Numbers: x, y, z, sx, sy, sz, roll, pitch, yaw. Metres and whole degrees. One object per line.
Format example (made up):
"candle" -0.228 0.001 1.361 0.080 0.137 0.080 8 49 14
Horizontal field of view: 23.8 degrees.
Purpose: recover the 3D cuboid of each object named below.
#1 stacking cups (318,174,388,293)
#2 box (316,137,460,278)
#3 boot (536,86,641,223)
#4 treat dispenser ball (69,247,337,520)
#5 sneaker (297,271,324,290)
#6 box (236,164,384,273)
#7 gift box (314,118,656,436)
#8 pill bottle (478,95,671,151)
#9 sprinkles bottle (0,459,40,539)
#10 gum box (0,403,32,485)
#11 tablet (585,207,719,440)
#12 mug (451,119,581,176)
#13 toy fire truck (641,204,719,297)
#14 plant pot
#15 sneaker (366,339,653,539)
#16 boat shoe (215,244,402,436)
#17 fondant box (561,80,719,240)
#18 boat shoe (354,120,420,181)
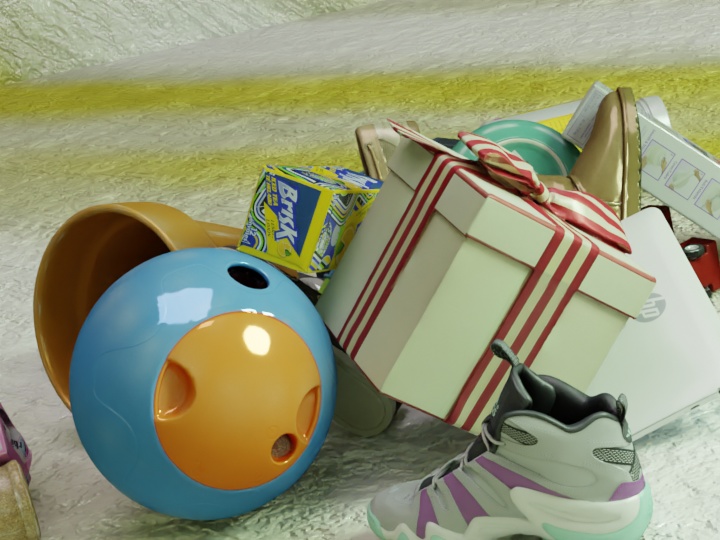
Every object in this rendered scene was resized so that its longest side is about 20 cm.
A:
"stacking cups" 0.000 0.000 1.482 0.201 0.060 0.060 -62 30 -4
"box" 0.066 -0.050 1.709 0.199 0.108 0.148 -27 23 -35
"boot" 0.135 -0.075 1.428 0.198 0.066 0.176 0 62 7
"treat dispenser ball" -0.116 0.084 1.272 0.199 0.202 0.201 -11 18 4
"sneaker" -0.055 0.037 1.629 0.081 0.078 0.200 9 6 -31
"box" -0.028 -0.043 1.366 0.064 0.071 0.200 20 9 14
"gift box" 0.082 0.000 1.280 0.184 0.187 0.200 24 12 -32
"pill bottle" 0.233 -0.131 1.843 0.199 0.105 0.104 -14 18 -4
"sprinkles bottle" -0.344 0.205 1.284 0.199 0.069 0.068 -17 18 -14
"gum box" -0.363 0.158 1.349 0.199 0.067 0.114 -16 -21 -9
"tablet" 0.203 0.042 1.303 0.130 0.014 0.201 -28 43 9
"mug" 0.139 -0.044 1.546 0.151 0.186 0.114 0 -18 -1
"toy fire truck" 0.242 0.002 1.524 0.199 0.049 0.141 -26 21 -32
"plant pot" -0.154 0.034 1.502 0.199 0.202 0.183 1 7 37
"sneaker" 0.090 0.113 1.138 0.199 0.141 0.078 -6 19 18
"boat shoe" -0.045 0.049 1.384 0.072 0.200 0.060 -50 -1 32
"fondant box" 0.280 -0.094 1.543 0.199 0.058 0.144 33 11 4
"boat shoe" 0.028 -0.035 1.552 0.064 0.202 0.071 -4 -9 -6
